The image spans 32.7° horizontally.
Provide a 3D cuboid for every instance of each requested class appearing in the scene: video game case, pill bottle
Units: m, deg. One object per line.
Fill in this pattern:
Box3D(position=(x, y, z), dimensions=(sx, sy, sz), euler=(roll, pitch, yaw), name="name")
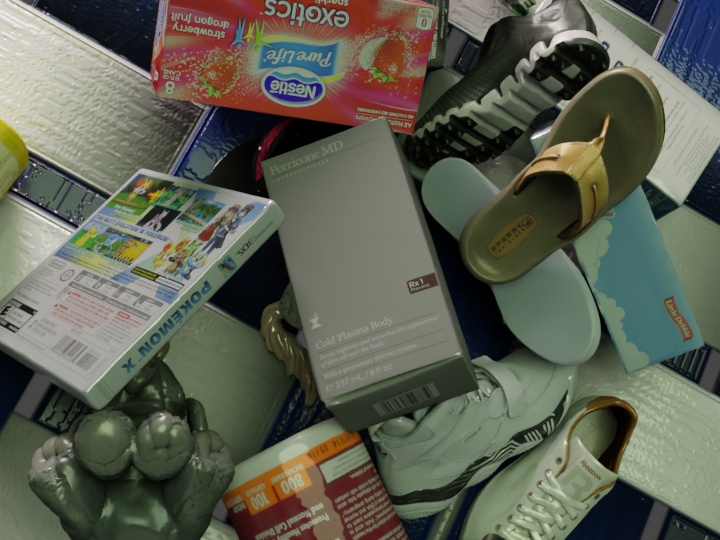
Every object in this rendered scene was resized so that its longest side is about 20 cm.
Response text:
Box3D(position=(-0.170, 0.004, 0.878), dimensions=(0.182, 0.199, 0.022), euler=(-47, 123, -20), name="video game case")
Box3D(position=(-0.016, 0.218, 0.894), dimensions=(0.114, 0.114, 0.201), euler=(-24, 82, -19), name="pill bottle")

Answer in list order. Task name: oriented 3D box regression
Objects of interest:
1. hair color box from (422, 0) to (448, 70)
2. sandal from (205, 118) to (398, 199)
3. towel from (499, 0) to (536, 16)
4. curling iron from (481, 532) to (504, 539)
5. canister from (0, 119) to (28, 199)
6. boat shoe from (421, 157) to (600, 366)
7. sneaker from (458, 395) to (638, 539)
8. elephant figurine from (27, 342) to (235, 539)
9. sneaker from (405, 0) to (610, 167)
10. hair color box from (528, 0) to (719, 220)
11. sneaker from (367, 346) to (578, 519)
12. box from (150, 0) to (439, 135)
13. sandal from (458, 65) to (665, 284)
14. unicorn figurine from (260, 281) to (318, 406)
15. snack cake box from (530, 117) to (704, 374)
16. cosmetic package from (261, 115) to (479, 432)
Box3D(position=(-0.029, -0.221, 1.010), dimensions=(0.198, 0.060, 0.101), euler=(2, 94, -13), name="hair color box")
Box3D(position=(-0.048, -0.095, 1.002), dimensions=(0.199, 0.045, 0.075), euler=(-36, 87, -20), name="sandal")
Box3D(position=(0.096, -0.297, 1.023), dimensions=(0.031, 0.200, 0.150), euler=(-24, 83, 19), name="towel")
Box3D(position=(0.067, 0.252, 0.856), dimensions=(0.050, 0.025, 0.200), euler=(60, 35, -8), name="curling iron")
Box3D(position=(-0.355, -0.046, 0.891), dimensions=(0.148, 0.087, 0.201), euler=(33, 69, -4), name="canister")
Box3D(position=(0.129, -0.004, 1.001), dimensions=(0.075, 0.086, 0.202), euler=(-46, 66, 13), name="boat shoe")
Box3D(position=(0.147, 0.174, 0.964), dimensions=(0.073, 0.085, 0.200), euler=(39, 72, -4), name="sneaker")
Box3D(position=(-0.160, 0.119, 0.887), dimensions=(0.141, 0.200, 0.155), euler=(37, 98, -21), name="elephant figurine")
Box3D(position=(0.116, -0.155, 1.002), dimensions=(0.066, 0.199, 0.091), euler=(29, 46, -33), name="sneaker")
Box3D(position=(0.214, -0.146, 1.074), dimensions=(0.200, 0.061, 0.100), euler=(38, 72, -3), name="hair color box")
Box3D(position=(0.087, 0.097, 0.944), dimensions=(0.199, 0.115, 0.075), euler=(-36, 46, -17), name="sneaker")
Box3D(position=(-0.052, -0.171, 0.920), dimensions=(0.198, 0.096, 0.101), euler=(7, 107, -15), name="box")
Box3D(position=(0.146, -0.060, 0.903), dimensions=(0.080, 0.054, 0.200), euler=(45, 112, 3), name="sandal")
Box3D(position=(0.000, 0.000, 0.973), dimensions=(0.200, 0.074, 0.137), euler=(-41, 78, -14), name="unicorn figurine")
Box3D(position=(0.205, -0.031, 0.985), dimensions=(0.067, 0.115, 0.201), euler=(-22, 96, 14), name="snack cake box")
Box3D(position=(0.006, 0.002, 0.886), dimensions=(0.106, 0.090, 0.201), euler=(-21, 66, 6), name="cosmetic package")
